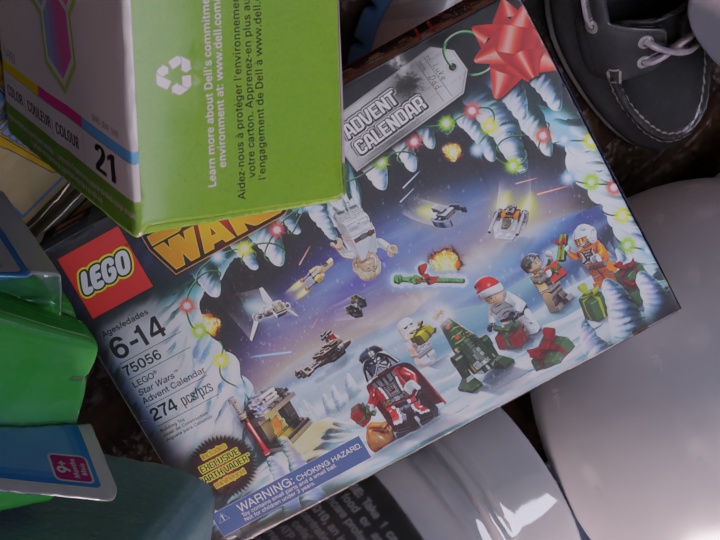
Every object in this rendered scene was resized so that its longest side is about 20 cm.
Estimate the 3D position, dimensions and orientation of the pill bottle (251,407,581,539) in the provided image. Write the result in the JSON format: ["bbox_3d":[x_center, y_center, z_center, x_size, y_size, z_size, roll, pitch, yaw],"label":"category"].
[{"bbox_3d":[-0.014,0.139,0.851,0.200,0.114,0.114,-32,119,-14],"label":"pill bottle"}]

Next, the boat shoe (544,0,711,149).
[{"bbox_3d":[0.111,-0.133,0.856,0.067,0.057,0.200,-28,118,-17],"label":"boat shoe"}]

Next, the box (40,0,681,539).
[{"bbox_3d":[0.000,0.000,0.772,0.200,0.040,0.137,-29,104,4],"label":"box"}]

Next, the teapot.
[{"bbox_3d":[0.174,0.045,0.856,0.197,0.146,0.200,-30,94,-50],"label":"teapot"}]

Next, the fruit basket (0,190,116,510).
[{"bbox_3d":[-0.192,0.011,0.671,0.200,0.185,0.094,16,107,-31],"label":"fruit basket"}]

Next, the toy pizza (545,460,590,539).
[{"bbox_3d":[0.128,0.154,0.980,0.200,0.032,0.201,-9,112,-24],"label":"toy pizza"}]

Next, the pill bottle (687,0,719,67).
[{"bbox_3d":[0.220,-0.164,0.850,0.112,0.112,0.200,45,72,-32],"label":"pill bottle"}]

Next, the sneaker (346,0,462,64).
[{"bbox_3d":[0.031,-0.033,0.833,0.075,0.087,0.201,10,101,-29],"label":"sneaker"}]

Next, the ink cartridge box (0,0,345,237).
[{"bbox_3d":[-0.070,-0.131,0.679,0.076,0.148,0.201,-11,111,-23],"label":"ink cartridge box"}]

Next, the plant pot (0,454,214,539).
[{"bbox_3d":[-0.174,0.171,0.683,0.195,0.200,0.197,11,105,5],"label":"plant pot"}]

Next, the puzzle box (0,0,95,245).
[{"bbox_3d":[-0.118,-0.089,0.770,0.133,0.025,0.200,-45,122,-6],"label":"puzzle box"}]
